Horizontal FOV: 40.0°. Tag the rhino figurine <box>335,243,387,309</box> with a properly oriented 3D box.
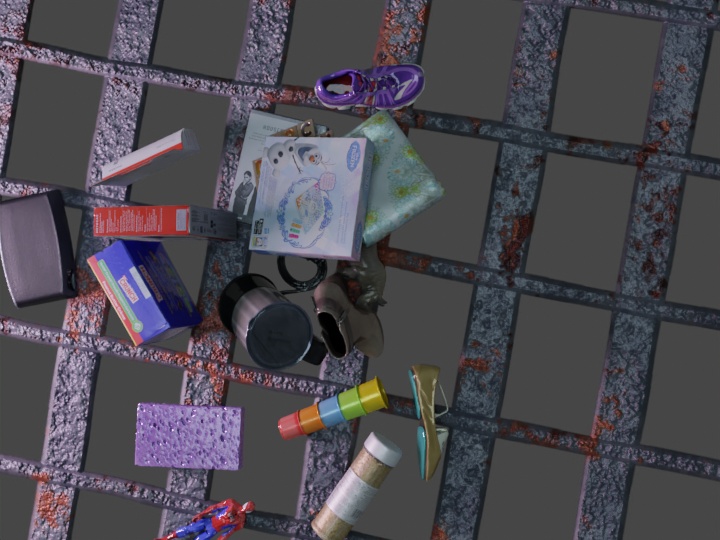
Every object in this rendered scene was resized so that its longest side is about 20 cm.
[{"bbox_3d":[0.000,0.000,1.742,0.086,0.060,0.204,-15,90,3],"label":"rhino figurine"}]

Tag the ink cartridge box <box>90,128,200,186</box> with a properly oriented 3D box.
[{"bbox_3d":[-0.376,-0.197,1.717,0.160,0.200,0.058,-23,89,6],"label":"ink cartridge box"}]

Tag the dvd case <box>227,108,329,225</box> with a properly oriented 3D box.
[{"bbox_3d":[-0.149,-0.175,1.779,0.147,0.025,0.204,14,91,7],"label":"dvd case"}]

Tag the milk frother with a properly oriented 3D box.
[{"bbox_3d":[-0.128,0.049,1.689,0.177,0.188,0.204,10,100,-26],"label":"milk frother"}]

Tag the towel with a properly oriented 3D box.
[{"bbox_3d":[0.027,-0.162,1.713,0.170,0.048,0.202,-33,70,-3],"label":"towel"}]

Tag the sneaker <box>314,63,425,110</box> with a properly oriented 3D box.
[{"bbox_3d":[0.016,-0.320,1.731,0.196,0.083,0.082,-8,89,6],"label":"sneaker"}]

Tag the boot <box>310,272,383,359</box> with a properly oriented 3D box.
[{"bbox_3d":[-0.022,0.102,1.667,0.069,0.147,0.202,-24,113,19],"label":"boot"}]

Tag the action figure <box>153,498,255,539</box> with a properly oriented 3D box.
[{"bbox_3d":[-0.276,0.466,1.780,0.198,0.052,0.066,-29,83,3],"label":"action figure"}]

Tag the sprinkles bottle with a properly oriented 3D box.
[{"bbox_3d":[-0.007,0.384,1.736,0.068,0.068,0.202,34,93,6],"label":"sprinkles bottle"}]

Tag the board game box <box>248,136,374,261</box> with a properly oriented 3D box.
[{"bbox_3d":[-0.083,-0.124,1.677,0.195,0.043,0.204,4,81,26],"label":"board game box"}]

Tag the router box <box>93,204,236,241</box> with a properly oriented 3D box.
[{"bbox_3d":[-0.331,-0.080,1.701,0.176,0.200,0.050,0,89,16],"label":"router box"}]

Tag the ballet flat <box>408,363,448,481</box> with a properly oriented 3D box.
[{"bbox_3d":[0.126,0.264,1.725,0.062,0.069,0.205,-6,90,-7],"label":"ballet flat"}]

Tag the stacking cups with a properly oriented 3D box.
[{"bbox_3d":[-0.051,0.247,1.746,0.197,0.060,0.062,-21,87,6],"label":"stacking cups"}]

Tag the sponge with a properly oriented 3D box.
[{"bbox_3d":[-0.309,0.300,1.793,0.196,0.030,0.114,2,90,7],"label":"sponge"}]

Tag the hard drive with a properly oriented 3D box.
[{"bbox_3d":[-0.601,-0.040,1.823,0.132,0.042,0.204,-10,88,7],"label":"hard drive"}]

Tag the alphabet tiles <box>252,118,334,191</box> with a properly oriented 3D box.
[{"bbox_3d":[-0.109,-0.156,1.723,0.164,0.006,0.204,-17,73,21],"label":"alphabet tiles"}]

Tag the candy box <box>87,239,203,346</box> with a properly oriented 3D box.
[{"bbox_3d":[-0.367,0.037,1.715,0.076,0.200,0.171,-30,86,5],"label":"candy box"}]
